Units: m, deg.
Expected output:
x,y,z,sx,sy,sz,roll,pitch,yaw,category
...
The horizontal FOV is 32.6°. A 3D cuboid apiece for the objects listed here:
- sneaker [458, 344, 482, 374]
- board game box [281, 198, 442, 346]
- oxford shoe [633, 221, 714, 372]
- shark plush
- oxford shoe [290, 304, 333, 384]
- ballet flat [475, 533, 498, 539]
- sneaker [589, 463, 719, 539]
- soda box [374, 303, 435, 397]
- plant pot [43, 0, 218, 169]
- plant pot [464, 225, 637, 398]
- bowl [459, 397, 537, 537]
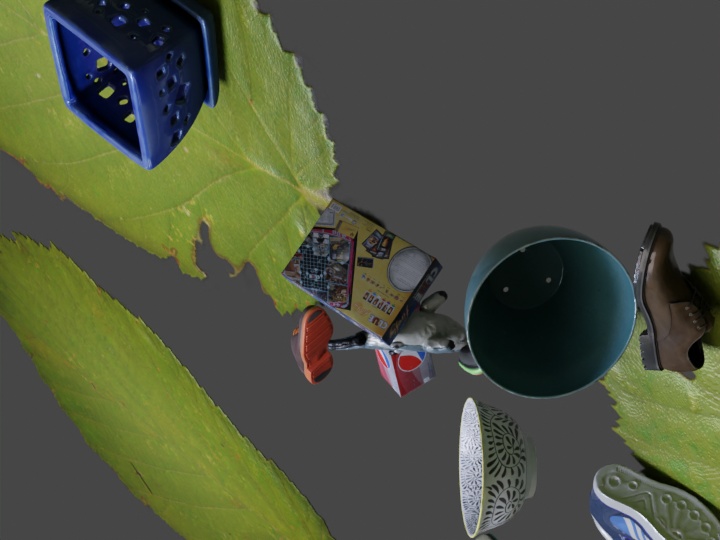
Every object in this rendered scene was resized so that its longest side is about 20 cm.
x,y,z,sx,sy,sz,roll,pitch,yaw,category
0.187,0.082,1.653,0.085,0.076,0.200,64,151,10,sneaker
0.000,0.000,1.743,0.199,0.136,0.035,32,173,31,board game box
0.349,0.030,1.356,0.083,0.073,0.202,7,135,31,oxford shoe
0.057,0.106,1.747,0.084,0.197,0.092,87,164,-62,shark plush
-0.093,0.116,2.091,0.072,0.071,0.201,41,151,26,oxford shoe
0.262,0.531,2.076,0.199,0.069,0.070,40,151,19,ballet flat
0.398,0.349,1.657,0.199,0.081,0.147,30,154,28,sneaker
0.055,0.088,1.827,0.063,0.069,0.202,45,156,47,soda box
-0.315,-0.304,1.771,0.199,0.180,0.201,35,149,24,plant pot
0.210,0.030,1.450,0.135,0.198,0.202,-106,-10,-66,plant pot
0.205,0.287,1.800,0.201,0.093,0.204,180,90,-86,bowl
